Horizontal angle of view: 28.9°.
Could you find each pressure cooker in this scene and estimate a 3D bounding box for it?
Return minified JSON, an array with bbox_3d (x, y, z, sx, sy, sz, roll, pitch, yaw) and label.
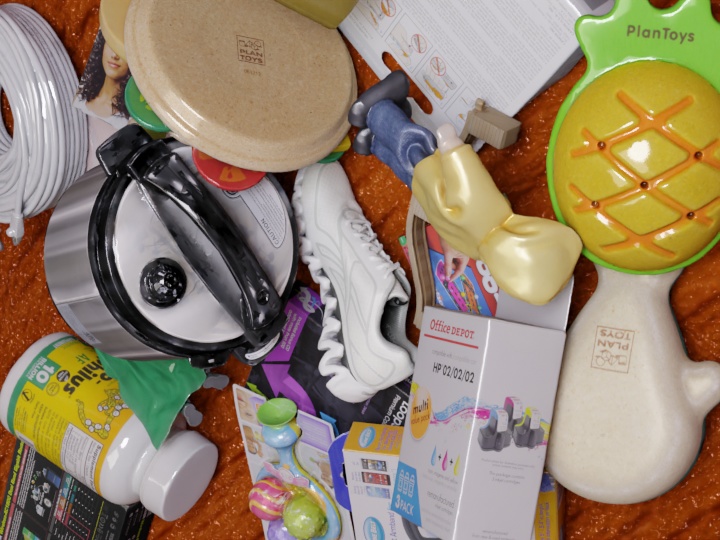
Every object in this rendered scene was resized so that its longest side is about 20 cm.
[{"bbox_3d":[-0.144,-0.013,1.103,0.199,0.174,0.181,-10,72,61],"label":"pressure cooker"}]

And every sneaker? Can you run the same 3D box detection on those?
[{"bbox_3d":[0.000,0.000,1.123,0.081,0.075,0.202,-21,78,38],"label":"sneaker"}]

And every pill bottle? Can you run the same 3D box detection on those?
[{"bbox_3d":[-0.238,0.152,1.335,0.199,0.113,0.114,30,122,21],"label":"pill bottle"}]

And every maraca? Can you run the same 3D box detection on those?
[{"bbox_3d":[0.196,-0.093,0.952,0.135,0.107,0.202,5,110,8],"label":"maraca"}]

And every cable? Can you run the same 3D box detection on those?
[{"bbox_3d":[-0.329,-0.147,1.294,0.200,0.069,0.201,50,130,19],"label":"cable"}]

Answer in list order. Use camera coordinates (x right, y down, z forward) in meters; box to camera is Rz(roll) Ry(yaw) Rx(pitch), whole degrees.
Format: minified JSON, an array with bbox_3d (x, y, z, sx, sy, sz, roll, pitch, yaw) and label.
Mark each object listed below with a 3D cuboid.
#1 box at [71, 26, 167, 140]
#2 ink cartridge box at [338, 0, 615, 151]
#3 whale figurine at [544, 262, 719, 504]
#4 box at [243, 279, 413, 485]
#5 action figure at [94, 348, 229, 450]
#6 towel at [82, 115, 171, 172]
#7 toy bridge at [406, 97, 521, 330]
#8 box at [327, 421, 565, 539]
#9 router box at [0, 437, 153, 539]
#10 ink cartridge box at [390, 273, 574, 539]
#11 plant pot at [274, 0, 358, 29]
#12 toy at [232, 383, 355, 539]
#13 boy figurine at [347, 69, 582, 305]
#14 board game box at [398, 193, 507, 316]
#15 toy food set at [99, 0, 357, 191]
[{"bbox_3d":[-0.165,-0.212,1.143,0.075,0.050,0.202,25,100,21],"label":"box"},{"bbox_3d":[0.083,-0.190,1.044,0.163,0.050,0.200,51,145,6],"label":"ink cartridge box"},{"bbox_3d":[0.199,0.070,1.038,0.158,0.104,0.202,6,88,28],"label":"whale figurine"},{"bbox_3d":[-0.007,0.121,1.209,0.199,0.036,0.144,36,131,15],"label":"box"},{"bbox_3d":[-0.204,0.065,1.300,0.200,0.055,0.119,37,89,36],"label":"action figure"},{"bbox_3d":[-0.159,-0.132,1.222,0.190,0.032,0.201,32,123,19],"label":"towel"},{"bbox_3d":[0.070,-0.042,1.081,0.067,0.027,0.202,31,126,28],"label":"toy bridge"},{"bbox_3d":[0.067,0.187,1.145,0.198,0.042,0.120,2,125,15],"label":"box"},{"bbox_3d":[-0.298,0.262,1.449,0.149,0.062,0.201,33,123,18],"label":"router box"},{"bbox_3d":[0.087,0.092,1.027,0.115,0.067,0.202,-173,93,-68],"label":"ink cartridge box"},{"bbox_3d":[-0.081,-0.313,0.944,0.196,0.199,0.195,47,113,29],"label":"plant pot"},{"bbox_3d":[-0.066,0.205,1.253,0.114,0.047,0.202,18,129,33],"label":"toy"},{"bbox_3d":[0.073,-0.058,0.991,0.200,0.064,0.125,43,164,26],"label":"boy figurine"},{"bbox_3d":[0.112,0.048,1.120,0.102,0.019,0.202,-21,96,36],"label":"board game box"},{"bbox_3d":[-0.093,-0.154,1.068,0.049,0.198,0.200,-45,60,50],"label":"toy food set"}]
